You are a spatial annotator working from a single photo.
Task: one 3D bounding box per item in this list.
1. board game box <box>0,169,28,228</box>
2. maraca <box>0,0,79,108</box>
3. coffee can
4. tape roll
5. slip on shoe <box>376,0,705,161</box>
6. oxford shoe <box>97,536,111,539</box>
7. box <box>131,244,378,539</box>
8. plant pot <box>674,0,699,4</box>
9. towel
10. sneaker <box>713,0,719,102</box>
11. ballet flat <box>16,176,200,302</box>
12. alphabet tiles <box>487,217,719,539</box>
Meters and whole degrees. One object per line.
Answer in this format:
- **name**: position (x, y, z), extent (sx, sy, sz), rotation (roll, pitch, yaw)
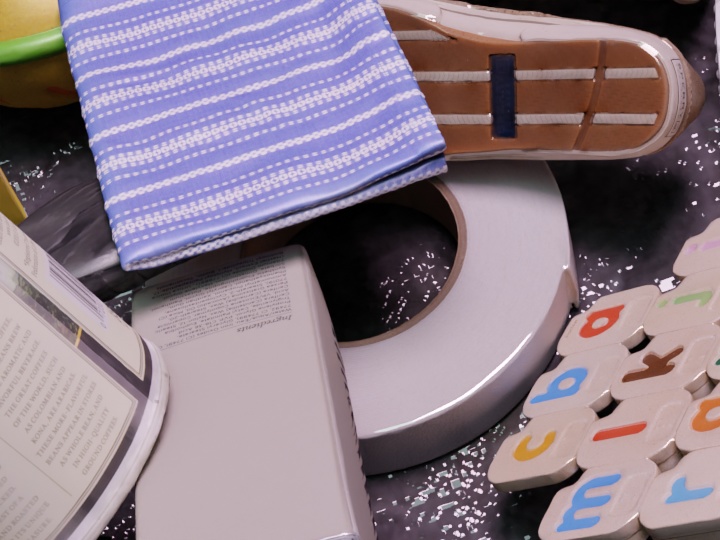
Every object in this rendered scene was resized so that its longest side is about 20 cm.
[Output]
- **board game box**: position (-0.217, 0.002, 0.803), extent (0.153, 0.200, 0.040), rotation (-28, 55, -6)
- **maraca**: position (-0.177, -0.147, 0.960), extent (0.137, 0.107, 0.200), rotation (-25, 29, -21)
- **coffee can**: position (-0.189, 0.023, 0.664), extent (0.146, 0.200, 0.147), rotation (-34, 28, 22)
- **tape roll**: position (0.000, 0.000, 0.854), extent (0.202, 0.037, 0.204), rotation (-7, 54, 10)
- **slip on shoe**: position (0.061, -0.089, 0.845), extent (0.199, 0.061, 0.077), rotation (5, 101, 29)
- **oxford shoe**: position (-0.062, 0.149, 0.758), extent (0.199, 0.073, 0.085), rotation (-5, 81, 6)
- **box**: position (-0.041, 0.074, 0.705), extent (0.082, 0.069, 0.200), rotation (-16, 31, 3)
- **plant pot**: position (0.064, -0.219, 0.911), extent (0.183, 0.201, 0.201), rotation (-6, 54, 23)
- **towel**: position (-0.054, -0.090, 0.806), extent (0.144, 0.024, 0.200), rotation (-19, 45, -3)
- **sneaker**: position (0.208, -0.160, 0.890), extent (0.079, 0.078, 0.201), rotation (-6, 66, 15)
- **ballet flat**: position (-0.077, -0.019, 0.803), extent (0.199, 0.057, 0.066), rotation (-26, 44, -20)
- **alphabet tiles**: position (0.145, 0.037, 0.734), extent (0.195, 0.015, 0.200), rotation (-17, 29, 43)
